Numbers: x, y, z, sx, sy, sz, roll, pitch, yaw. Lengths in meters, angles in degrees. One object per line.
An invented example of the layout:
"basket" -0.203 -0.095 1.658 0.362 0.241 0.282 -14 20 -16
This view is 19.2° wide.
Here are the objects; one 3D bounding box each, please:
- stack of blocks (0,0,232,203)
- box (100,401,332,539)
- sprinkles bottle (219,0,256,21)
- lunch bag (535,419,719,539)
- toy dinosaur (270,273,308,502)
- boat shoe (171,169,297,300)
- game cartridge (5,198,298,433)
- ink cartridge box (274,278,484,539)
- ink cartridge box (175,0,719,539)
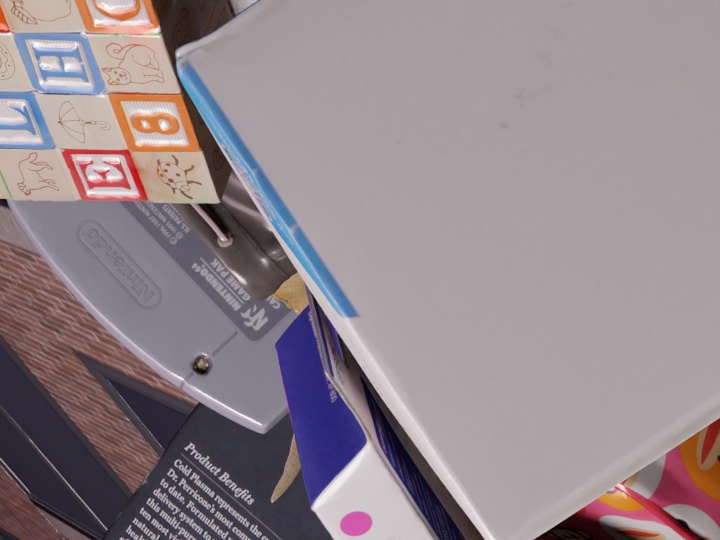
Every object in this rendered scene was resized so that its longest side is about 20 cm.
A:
"stack of blocks" -0.118 -0.113 0.746 0.115 0.059 0.200 2 139 16
"box" -0.033 0.146 1.078 0.124 0.197 0.200 39 -172 17
"sprinkles bottle" -0.052 -0.148 0.784 0.068 0.068 0.200 25 154 45
"lunch bag" 0.089 0.084 0.853 0.176 0.082 0.200 32 160 -26
"toy dinosaur" 0.000 0.000 0.924 0.058 0.101 0.200 -118 28 -56
"boat shoe" -0.094 -0.059 0.871 0.200 0.057 0.067 35 -177 27
"game cartridge" -0.078 -0.029 0.974 0.200 0.133 0.040 47 166 5
"ink cartridge box" 0.014 0.083 0.754 0.095 0.037 0.200 -106 -10 -56
"ink cartridge box" 0.050 -0.028 0.604 0.147 0.145 0.200 56 178 0
